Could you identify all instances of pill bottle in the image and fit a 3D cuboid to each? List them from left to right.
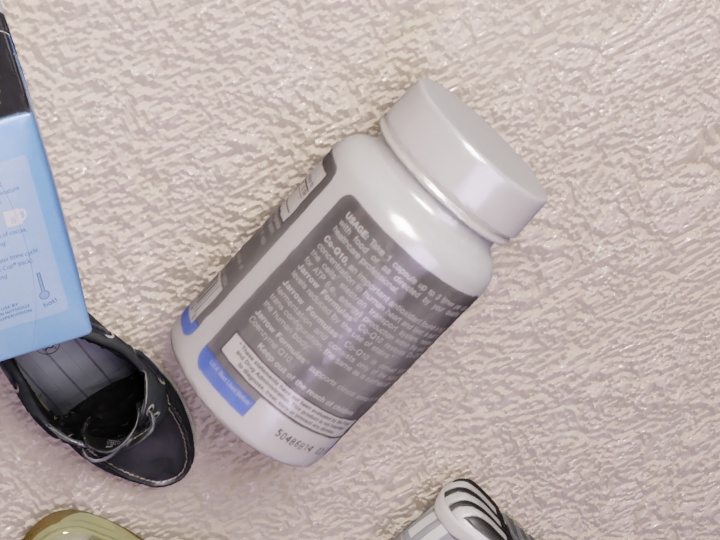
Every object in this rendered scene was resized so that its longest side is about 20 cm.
[{"bbox_3d":[0.000,0.000,0.964,0.200,0.114,0.113,-46,128,15],"label":"pill bottle"}]

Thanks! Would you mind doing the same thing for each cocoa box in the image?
[{"bbox_3d":[-0.242,-0.027,0.830,0.198,0.132,0.134,-17,130,-10],"label":"cocoa box"}]

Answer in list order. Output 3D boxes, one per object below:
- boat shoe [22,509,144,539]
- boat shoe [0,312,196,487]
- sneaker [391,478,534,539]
[{"bbox_3d":[-0.118,0.208,1.102,0.200,0.063,0.073,29,110,-36],"label":"boat shoe"},{"bbox_3d":[-0.146,0.070,0.986,0.074,0.066,0.200,-28,131,-1],"label":"boat shoe"},{"bbox_3d":[0.079,0.230,1.204,0.115,0.075,0.200,-35,120,12],"label":"sneaker"}]
